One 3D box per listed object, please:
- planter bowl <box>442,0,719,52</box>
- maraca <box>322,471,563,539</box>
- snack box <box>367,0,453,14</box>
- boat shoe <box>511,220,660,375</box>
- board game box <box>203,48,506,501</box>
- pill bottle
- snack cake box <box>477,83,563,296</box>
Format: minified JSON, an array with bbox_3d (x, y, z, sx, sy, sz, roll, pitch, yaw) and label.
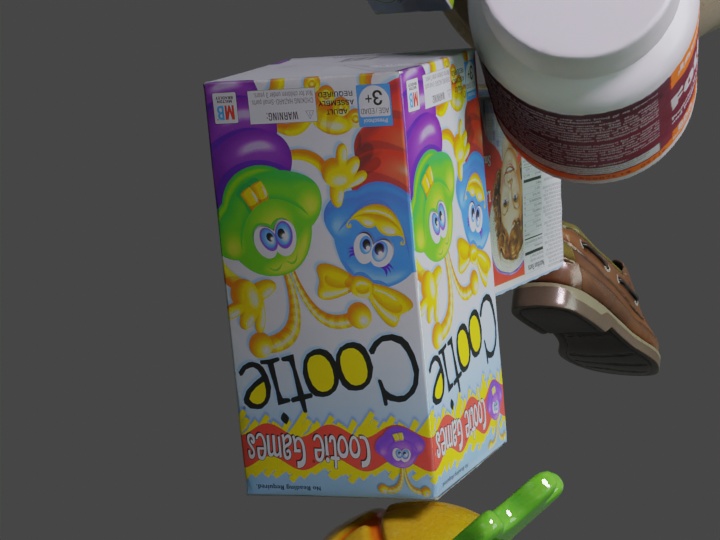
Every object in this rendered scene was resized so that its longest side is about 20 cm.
[{"bbox_3d":[0.122,-0.198,1.266,0.135,0.200,0.201,-38,129,-31],"label":"planter bowl"},{"bbox_3d":[0.026,0.159,1.030,0.107,0.200,0.137,47,43,9],"label":"maraca"},{"bbox_3d":[0.005,-0.248,1.128,0.200,0.053,0.143,50,45,-56],"label":"snack box"},{"bbox_3d":[0.164,0.021,1.481,0.200,0.072,0.068,40,54,-62],"label":"boat shoe"},{"bbox_3d":[0.000,0.000,1.041,0.103,0.104,0.201,-28,114,-64],"label":"board game box"},{"bbox_3d":[0.114,-0.122,1.085,0.200,0.114,0.115,56,37,-75],"label":"pill bottle"},{"bbox_3d":[0.056,-0.045,1.227,0.200,0.067,0.116,-18,107,-66],"label":"snack cake box"}]
